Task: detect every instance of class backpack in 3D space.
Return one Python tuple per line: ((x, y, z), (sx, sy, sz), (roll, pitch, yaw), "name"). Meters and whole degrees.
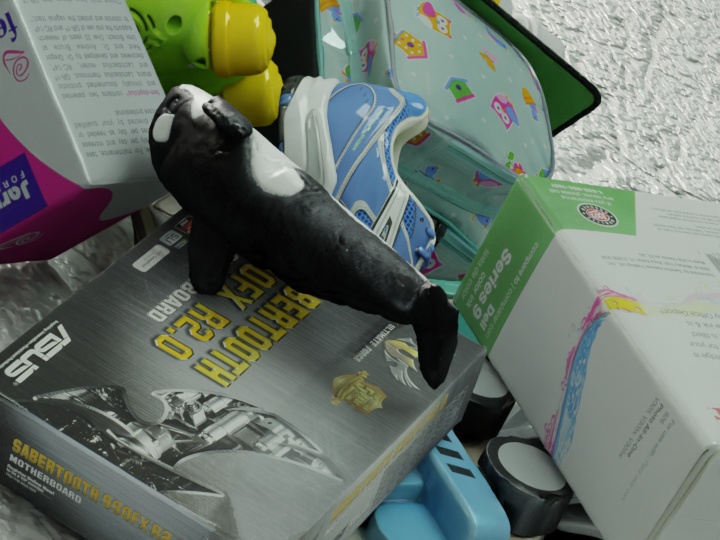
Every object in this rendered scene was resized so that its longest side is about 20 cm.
((0.026, -0.067, 1.674), (0.200, 0.153, 0.176), (41, 28, -38), "backpack")

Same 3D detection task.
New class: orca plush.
((-0.040, -0.007, 1.324), (0.200, 0.071, 0.105), (41, -4, 22), "orca plush")

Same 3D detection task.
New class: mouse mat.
((0.035, -0.115, 1.767), (0.161, 0.200, 0.008), (38, 57, -13), "mouse mat")

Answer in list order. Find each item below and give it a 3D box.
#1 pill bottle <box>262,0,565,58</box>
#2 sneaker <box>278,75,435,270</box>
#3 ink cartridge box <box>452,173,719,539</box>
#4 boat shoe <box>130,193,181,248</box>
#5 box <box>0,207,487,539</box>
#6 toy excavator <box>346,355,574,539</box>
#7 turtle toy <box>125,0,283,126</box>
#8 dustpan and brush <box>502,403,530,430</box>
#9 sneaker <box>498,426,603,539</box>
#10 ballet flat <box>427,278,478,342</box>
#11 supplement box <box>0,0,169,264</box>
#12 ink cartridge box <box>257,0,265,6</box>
((0.028, -0.163, 1.936), (0.199, 0.114, 0.114), (32, 22, -16), "pill bottle")
((0.000, 0.000, 1.479), (0.076, 0.202, 0.076), (-3, -4, 2), "sneaker")
((0.155, 0.053, 1.407), (0.145, 0.088, 0.200), (7, 33, -35), "ink cartridge box")
((-0.087, -0.005, 1.475), (0.074, 0.074, 0.201), (12, 38, -20), "boat shoe")
((-0.059, 0.057, 1.304), (0.158, 0.049, 0.200), (30, 37, 16), "box")
((0.000, 0.126, 1.350), (0.199, 0.100, 0.195), (4, 37, -34), "toy excavator")
((-0.112, -0.130, 1.569), (0.145, 0.102, 0.200), (0, -16, 2), "turtle toy")
((0.177, 0.082, 1.594), (0.200, 0.057, 0.140), (-36, 70, -29), "dustpan and brush")
((0.150, 0.117, 1.485), (0.198, 0.076, 0.115), (-8, 19, -6), "sneaker")
((0.016, 0.033, 1.577), (0.199, 0.068, 0.070), (7, -3, -27), "ballet flat")
((-0.176, -0.112, 1.419), (0.103, 0.101, 0.201), (-10, 74, -62), "supplement box")
((-0.140, -0.142, 1.737), (0.199, 0.050, 0.161), (-9, 49, -42), "ink cartridge box")
